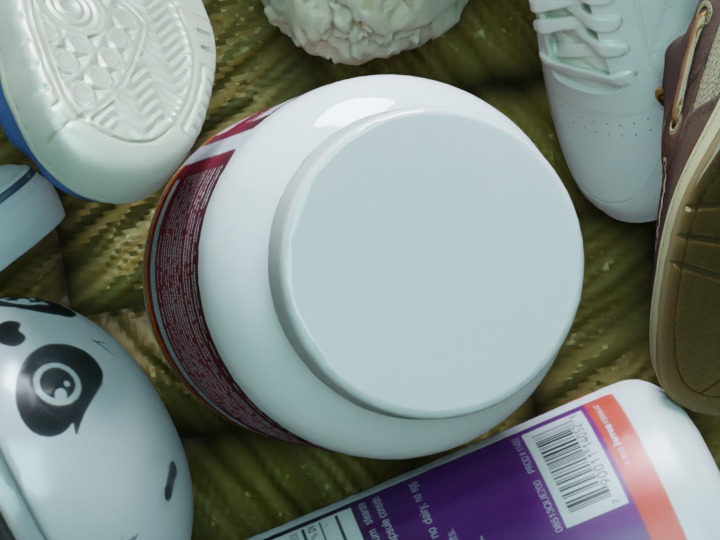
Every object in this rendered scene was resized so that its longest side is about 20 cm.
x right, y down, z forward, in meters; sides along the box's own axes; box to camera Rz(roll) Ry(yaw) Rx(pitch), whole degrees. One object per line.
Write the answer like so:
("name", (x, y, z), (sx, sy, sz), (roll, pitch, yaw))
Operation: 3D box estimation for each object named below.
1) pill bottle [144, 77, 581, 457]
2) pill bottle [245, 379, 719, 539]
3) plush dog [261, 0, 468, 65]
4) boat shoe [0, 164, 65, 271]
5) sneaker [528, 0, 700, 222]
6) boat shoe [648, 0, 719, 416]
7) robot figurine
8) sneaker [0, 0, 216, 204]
("pill bottle", (0.000, 0.000, 0.874), (0.113, 0.200, 0.113), (0, 89, -11))
("pill bottle", (0.027, 0.120, 0.918), (0.200, 0.112, 0.112), (-23, 83, -2))
("plush dog", (-0.017, -0.196, 0.957), (0.172, 0.160, 0.200), (31, 82, 30))
("boat shoe", (-0.193, 0.004, 0.919), (0.200, 0.074, 0.067), (-31, 100, -20))
("sneaker", (0.079, -0.106, 0.929), (0.076, 0.080, 0.200), (13, 117, 34))
("boat shoe", (0.130, -0.055, 0.902), (0.072, 0.072, 0.200), (8, 101, -14))
("robot figurine", (-0.152, 0.089, 0.918), (0.200, 0.125, 0.150), (-27, 83, -2))
("sneaker", (-0.112, -0.072, 0.926), (0.077, 0.111, 0.200), (9, 43, -33))
